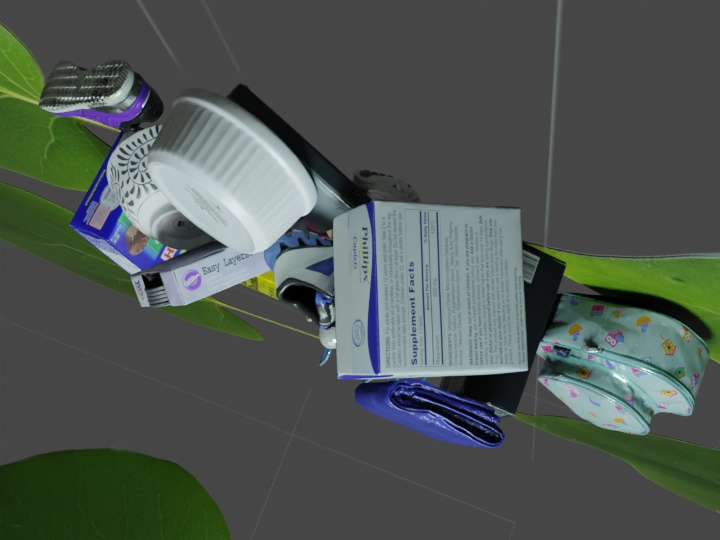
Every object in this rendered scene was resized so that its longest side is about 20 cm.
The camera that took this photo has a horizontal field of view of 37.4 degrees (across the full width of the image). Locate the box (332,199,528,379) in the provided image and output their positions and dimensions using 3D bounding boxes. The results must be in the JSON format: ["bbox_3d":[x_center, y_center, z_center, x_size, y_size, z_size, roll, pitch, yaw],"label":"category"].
[{"bbox_3d":[0.077,0.025,1.183,0.197,0.187,0.105,2,173,-29],"label":"box"}]

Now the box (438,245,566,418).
[{"bbox_3d":[0.176,0.082,1.350,0.078,0.202,0.141,23,167,-7],"label":"box"}]

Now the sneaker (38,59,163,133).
[{"bbox_3d":[-0.319,-0.207,1.325,0.198,0.070,0.099,10,164,43],"label":"sneaker"}]

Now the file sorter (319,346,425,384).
[{"bbox_3d":[0.033,0.155,2.012,0.198,0.124,0.139,24,166,-4],"label":"file sorter"}]

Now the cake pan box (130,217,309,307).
[{"bbox_3d":[-0.182,-0.009,1.357,0.183,0.198,0.053,-9,102,60],"label":"cake pan box"}]

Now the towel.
[{"bbox_3d":[0.078,0.162,1.260,0.146,0.050,0.200,24,169,-9],"label":"towel"}]

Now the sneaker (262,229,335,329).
[{"bbox_3d":[-0.015,0.015,1.251,0.196,0.116,0.081,-3,137,-4],"label":"sneaker"}]

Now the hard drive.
[{"bbox_3d":[-0.090,-0.128,1.248,0.200,0.033,0.139,41,162,-13],"label":"hard drive"}]

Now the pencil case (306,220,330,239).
[{"bbox_3d":[-0.108,-0.058,1.518,0.197,0.092,0.094,20,-156,1],"label":"pencil case"}]

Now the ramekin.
[{"bbox_3d":[-0.154,-0.105,1.215,0.201,0.095,0.203,33,162,12],"label":"ramekin"}]

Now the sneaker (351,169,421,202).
[{"bbox_3d":[0.037,-0.056,1.309,0.074,0.082,0.200,16,162,30],"label":"sneaker"}]

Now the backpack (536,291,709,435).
[{"bbox_3d":[0.336,0.119,1.358,0.198,0.155,0.176,0,150,41],"label":"backpack"}]

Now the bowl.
[{"bbox_3d":[-0.227,-0.089,1.370,0.197,0.095,0.202,-6,147,-4],"label":"bowl"}]

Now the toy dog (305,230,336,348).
[{"bbox_3d":[0.000,0.000,1.414,0.095,0.203,0.132,9,-164,-17],"label":"toy dog"}]

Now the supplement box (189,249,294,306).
[{"bbox_3d":[-0.148,-0.032,1.624,0.198,0.111,0.109,23,166,1],"label":"supplement box"}]

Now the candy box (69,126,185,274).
[{"bbox_3d":[-0.309,-0.089,1.540,0.076,0.171,0.200,22,167,20],"label":"candy box"}]
